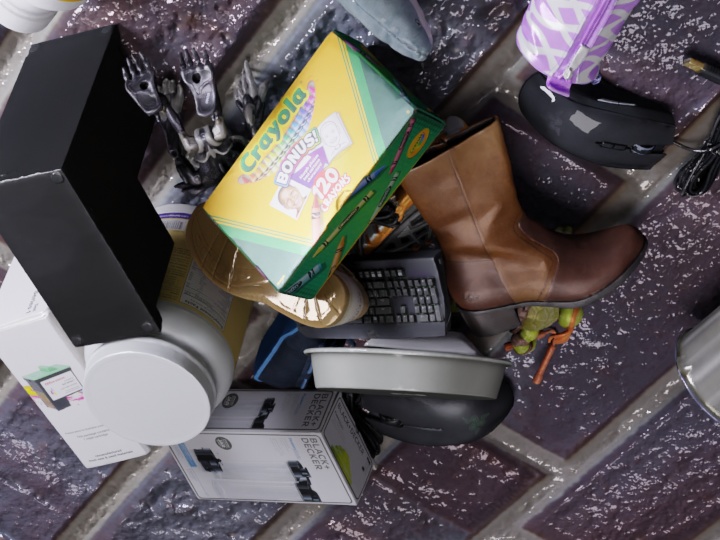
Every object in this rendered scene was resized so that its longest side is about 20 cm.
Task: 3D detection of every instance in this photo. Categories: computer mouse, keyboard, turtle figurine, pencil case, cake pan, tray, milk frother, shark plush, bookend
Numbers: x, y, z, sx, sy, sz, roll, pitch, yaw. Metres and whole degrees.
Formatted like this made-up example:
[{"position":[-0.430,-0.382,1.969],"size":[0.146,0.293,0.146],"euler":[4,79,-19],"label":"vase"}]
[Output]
[{"position":[0.061,0.151,1.892],"size":[0.198,0.053,0.139],"euler":[-9,129,19],"label":"computer mouse"},{"position":[0.000,0.000,1.669],"size":[0.199,0.020,0.129],"euler":[-4,98,45],"label":"keyboard"},{"position":[0.145,0.032,1.758],"size":[0.160,0.065,0.201],"euler":[16,133,-3],"label":"turtle figurine"},{"position":[0.195,-0.238,1.489],"size":[0.083,0.086,0.201],"euler":[18,132,-8],"label":"pencil case"},{"position":[0.044,0.098,1.725],"size":[0.198,0.037,0.200],"euler":[3,175,0],"label":"cake pan"},{"position":[0.068,0.073,1.769],"size":[0.106,0.022,0.200],"euler":[3,174,7],"label":"tray"},{"position":[0.414,0.095,1.669],"size":[0.179,0.201,0.188],"euler":[27,132,-18],"label":"milk frother"},{"position":[0.243,-0.135,1.598],"size":[0.198,0.046,0.141],"euler":[24,133,-10],"label":"computer mouse"},{"position":[-0.016,-0.254,1.518],"size":[0.091,0.084,0.200],"euler":[-31,119,33],"label":"shark plush"},{"position":[-0.239,-0.076,1.654],"size":[0.091,0.201,0.200],"euler":[-10,133,20],"label":"bookend"}]

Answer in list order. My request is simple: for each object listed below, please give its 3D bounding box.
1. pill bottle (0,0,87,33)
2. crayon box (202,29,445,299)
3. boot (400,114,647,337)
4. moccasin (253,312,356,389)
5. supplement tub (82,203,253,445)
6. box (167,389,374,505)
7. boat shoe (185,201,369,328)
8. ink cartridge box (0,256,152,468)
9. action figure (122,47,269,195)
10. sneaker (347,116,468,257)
[{"position":[-0.243,-0.287,1.522],"size":[0.104,0.105,0.200],"euler":[32,130,-17],"label":"pill bottle"},{"position":[-0.033,-0.090,1.595],"size":[0.201,0.119,0.058],"euler":[-53,150,13],"label":"crayon box"},{"position":[0.145,-0.057,1.639],"size":[0.186,0.069,0.201],"euler":[-18,121,11],"label":"boot"},{"position":[-0.043,0.053,1.821],"size":[0.068,0.081,0.200],"euler":[21,147,-14],"label":"moccasin"},{"position":[-0.181,0.051,1.750],"size":[0.144,0.201,0.146],"euler":[6,133,6],"label":"supplement tub"},{"position":[-0.098,0.184,1.926],"size":[0.198,0.060,0.117],"euler":[-1,133,27],"label":"box"},{"position":[-0.076,-0.001,1.682],"size":[0.199,0.069,0.074],"euler":[32,102,31],"label":"boat shoe"},{"position":[-0.273,0.072,1.826],"size":[0.083,0.146,0.201],"euler":[-14,128,23],"label":"ink cartridge box"},{"position":[-0.134,-0.136,1.645],"size":[0.118,0.103,0.200],"euler":[-12,155,11],"label":"action figure"},{"position":[0.055,-0.054,1.693],"size":[0.077,0.079,0.200],"euler":[28,132,-24],"label":"sneaker"}]
